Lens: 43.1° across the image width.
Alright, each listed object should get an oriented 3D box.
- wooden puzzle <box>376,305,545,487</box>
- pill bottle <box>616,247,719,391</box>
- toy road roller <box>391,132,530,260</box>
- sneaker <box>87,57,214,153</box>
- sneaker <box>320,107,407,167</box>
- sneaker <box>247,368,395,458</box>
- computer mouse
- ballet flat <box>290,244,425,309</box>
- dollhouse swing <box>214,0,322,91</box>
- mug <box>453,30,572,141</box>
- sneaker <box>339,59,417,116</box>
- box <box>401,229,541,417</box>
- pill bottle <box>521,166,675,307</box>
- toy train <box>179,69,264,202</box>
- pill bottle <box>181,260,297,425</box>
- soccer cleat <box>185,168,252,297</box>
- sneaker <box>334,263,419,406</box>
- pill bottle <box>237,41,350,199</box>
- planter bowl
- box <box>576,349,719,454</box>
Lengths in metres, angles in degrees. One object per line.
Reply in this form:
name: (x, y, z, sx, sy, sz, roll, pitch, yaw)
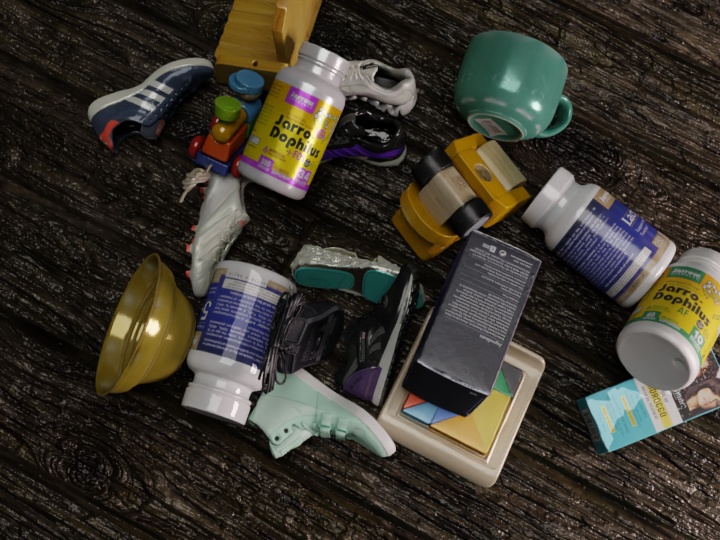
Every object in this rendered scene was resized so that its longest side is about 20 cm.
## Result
wooden puzzle: (0.142, 0.173, 1.274, 0.184, 0.037, 0.201, 27, 76, 4)
pill bottle: (0.442, 0.060, 1.257, 0.113, 0.113, 0.200, 39, 55, 7)
toy road roller: (0.134, -0.099, 1.316, 0.199, 0.146, 0.123, -26, 75, -47)
sneaker: (-0.297, -0.238, 1.343, 0.199, 0.075, 0.085, -27, 77, 1)
sneaker: (-0.027, -0.202, 1.328, 0.198, 0.100, 0.070, 0, 74, -3)
sneaker: (-0.057, 0.223, 1.232, 0.199, 0.074, 0.119, 31, 70, 15)
computer mouse: (-0.083, 0.081, 1.217, 0.052, 0.200, 0.140, 22, 100, 20)
ballet flat: (0.000, 0.000, 1.301, 0.198, 0.072, 0.072, 14, 75, -1)
dollhouse swing: (-0.141, -0.390, 1.310, 0.180, 0.176, 0.202, 13, 76, 19)
mug: (0.227, -0.253, 1.326, 0.183, 0.152, 0.115, 20, 79, 2)
sneaker: (-0.011, -0.288, 1.363, 0.198, 0.081, 0.076, 8, 77, 1)
box: (0.145, 0.074, 1.214, 0.103, 0.148, 0.201, 24, 69, 3)
pill bottle: (0.335, -0.050, 1.298, 0.199, 0.116, 0.116, 38, 77, 7)
toy train: (-0.194, -0.189, 1.271, 0.084, 0.116, 0.201, 24, 42, 4)
pill bottle: (-0.169, 0.099, 1.236, 0.118, 0.120, 0.202, 16, 75, 2)
soccer cleat: (-0.199, -0.058, 1.303, 0.077, 0.069, 0.202, 8, 73, 2)
sneaker: (0.018, 0.080, 1.248, 0.087, 0.076, 0.202, 19, 99, 10)
pill bottle: (-0.087, -0.207, 1.258, 0.103, 0.104, 0.202, 24, 96, 4)
planter bowl: (-0.277, 0.085, 1.224, 0.083, 0.200, 0.202, 23, 74, -25)
box: (0.412, 0.183, 1.277, 0.198, 0.049, 0.083, -20, 78, -7)
